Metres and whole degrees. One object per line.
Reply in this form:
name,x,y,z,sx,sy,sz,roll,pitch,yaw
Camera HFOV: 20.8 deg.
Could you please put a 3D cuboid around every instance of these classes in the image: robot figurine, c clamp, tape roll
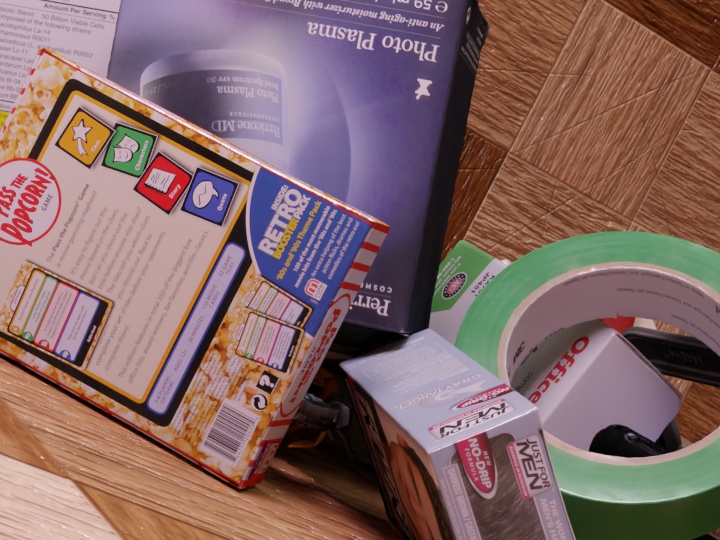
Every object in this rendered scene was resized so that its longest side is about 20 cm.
robot figurine,-0.071,0.063,1.131,0.145,0.058,0.200,27,2,5
c clamp,0.231,0.111,1.266,0.171,0.027,0.200,65,-21,-10
tape roll,0.154,0.066,1.140,0.200,0.200,0.048,29,-32,27

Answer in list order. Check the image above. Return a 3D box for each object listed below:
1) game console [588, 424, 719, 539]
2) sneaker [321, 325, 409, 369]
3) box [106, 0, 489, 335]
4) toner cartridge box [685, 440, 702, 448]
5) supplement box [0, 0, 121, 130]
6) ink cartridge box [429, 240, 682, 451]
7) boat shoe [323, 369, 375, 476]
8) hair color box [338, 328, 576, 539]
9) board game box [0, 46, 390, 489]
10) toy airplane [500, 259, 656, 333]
game console,0.235,0.190,1.188,0.200,0.176,0.116,28,34,32
sneaker,0.000,0.000,1.270,0.075,0.116,0.200,2,7,-14
box,-0.044,-0.075,1.139,0.199,0.199,0.123,10,0,9
toner cartridge box,0.218,0.164,1.253,0.095,0.043,0.200,45,-21,0
supplement box,-0.188,-0.096,1.232,0.109,0.201,0.110,11,2,3
ink cartridge box,0.095,0.083,1.294,0.083,0.147,0.200,42,-5,-33
boat shoe,-0.007,0.094,1.264,0.062,0.072,0.200,2,9,-27
hair color box,0.049,0.103,1.015,0.200,0.060,0.099,-146,-143,-74
board game box,-0.108,-0.003,1.005,0.200,0.152,0.046,29,3,10
toy airplane,0.135,0.083,1.542,0.141,0.200,0.200,19,-12,-27
